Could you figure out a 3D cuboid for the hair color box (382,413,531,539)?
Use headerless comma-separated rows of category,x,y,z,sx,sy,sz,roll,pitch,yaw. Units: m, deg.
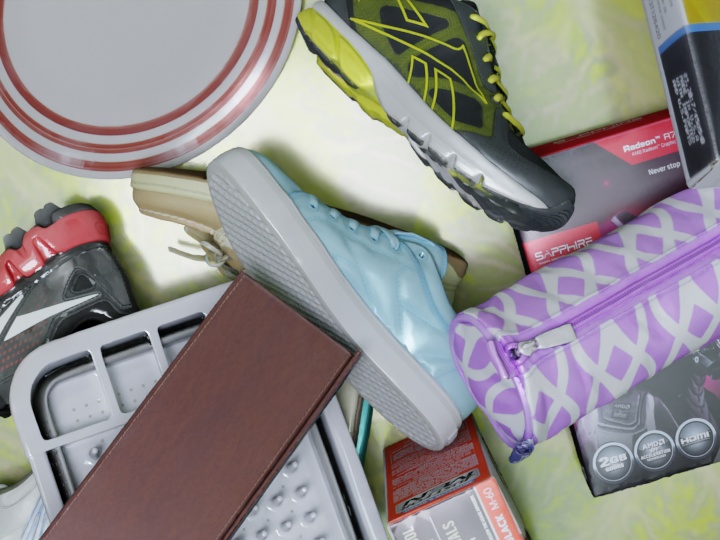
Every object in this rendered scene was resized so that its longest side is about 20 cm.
hair color box,0.062,0.151,0.993,0.063,0.200,0.112,-25,95,3

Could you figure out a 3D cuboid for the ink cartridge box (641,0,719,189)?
ink cartridge box,0.241,-0.149,0.971,0.198,0.047,0.200,-7,74,-19

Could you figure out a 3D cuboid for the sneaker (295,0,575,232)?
sneaker,0.051,-0.103,1.008,0.085,0.074,0.200,-46,69,-2

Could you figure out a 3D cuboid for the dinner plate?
dinner plate,-0.126,-0.144,1.012,0.198,0.024,0.202,-16,127,-22

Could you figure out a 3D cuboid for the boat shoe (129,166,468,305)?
boat shoe,-0.040,-0.010,1.043,0.198,0.073,0.063,18,97,-2

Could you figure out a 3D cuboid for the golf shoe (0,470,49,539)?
golf shoe,-0.196,0.174,1.077,0.097,0.078,0.201,38,92,18

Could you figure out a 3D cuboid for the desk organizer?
desk organizer,-0.090,0.106,0.945,0.077,0.072,0.201,36,72,2

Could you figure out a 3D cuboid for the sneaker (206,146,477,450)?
sneaker,0.000,0.000,0.995,0.082,0.074,0.200,-46,107,-23

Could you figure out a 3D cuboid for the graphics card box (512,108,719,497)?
graphics card box,0.163,0.016,1.054,0.124,0.051,0.202,-15,96,2

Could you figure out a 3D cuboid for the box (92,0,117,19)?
box,-0.196,-0.252,1.036,0.158,0.049,0.202,9,96,3

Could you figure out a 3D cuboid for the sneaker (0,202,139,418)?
sneaker,-0.207,0.055,1.046,0.200,0.071,0.098,-40,75,4

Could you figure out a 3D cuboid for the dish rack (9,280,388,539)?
dish rack,-0.086,0.119,1.001,0.170,0.044,0.202,-18,80,-16

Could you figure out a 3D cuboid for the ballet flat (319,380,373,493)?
ballet flat,-0.028,0.142,1.062,0.069,0.069,0.202,4,95,1

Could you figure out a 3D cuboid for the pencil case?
pencil case,0.139,0.016,0.962,0.199,0.086,0.084,-29,67,-17
